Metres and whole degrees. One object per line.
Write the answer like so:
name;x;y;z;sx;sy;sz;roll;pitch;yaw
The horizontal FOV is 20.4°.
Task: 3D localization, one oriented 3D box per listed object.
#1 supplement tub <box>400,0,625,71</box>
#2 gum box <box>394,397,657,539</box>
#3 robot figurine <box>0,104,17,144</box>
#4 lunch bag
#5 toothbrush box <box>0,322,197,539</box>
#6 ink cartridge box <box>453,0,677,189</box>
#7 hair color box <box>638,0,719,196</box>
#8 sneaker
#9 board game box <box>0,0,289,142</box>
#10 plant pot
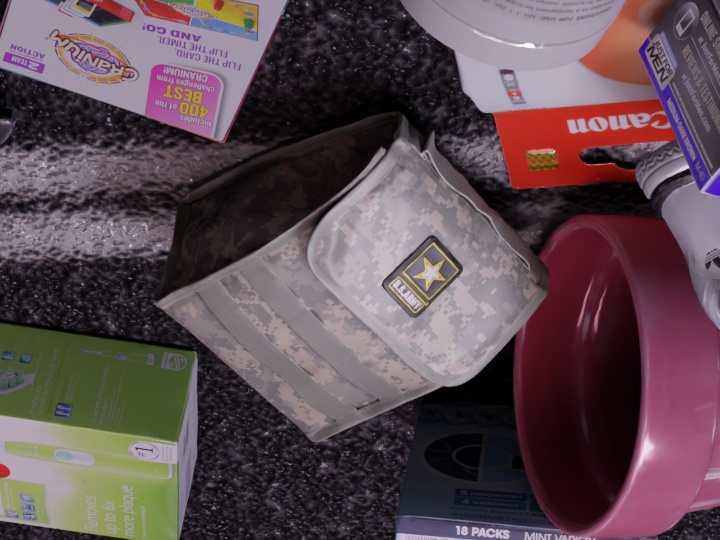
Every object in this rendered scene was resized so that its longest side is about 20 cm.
supplement tub;0.098;-0.209;0.973;0.131;0.133;0.200;15;140;-8
gum box;0.116;0.150;1.370;0.168;0.200;0.045;4;110;5
robot figurine;-0.315;-0.097;1.250;0.199;0.059;0.145;-13;138;26
lunch bag;0.000;0.000;1.265;0.199;0.118;0.164;-25;127;31
toothbrush box;-0.224;0.120;1.482;0.198;0.087;0.146;10;141;1
ink cartridge box;0.143;-0.106;1.160;0.161;0.050;0.201;-3;137;15
hair color box;0.257;-0.081;1.075;0.199;0.110;0.065;13;133;-31
sneaker;0.235;-0.020;1.137;0.075;0.116;0.199;-29;165;35
board game box;-0.117;-0.170;1.136;0.152;0.041;0.200;18;141;-12
plant pot;0.214;0.068;1.263;0.178;0.201;0.200;3;144;-18
